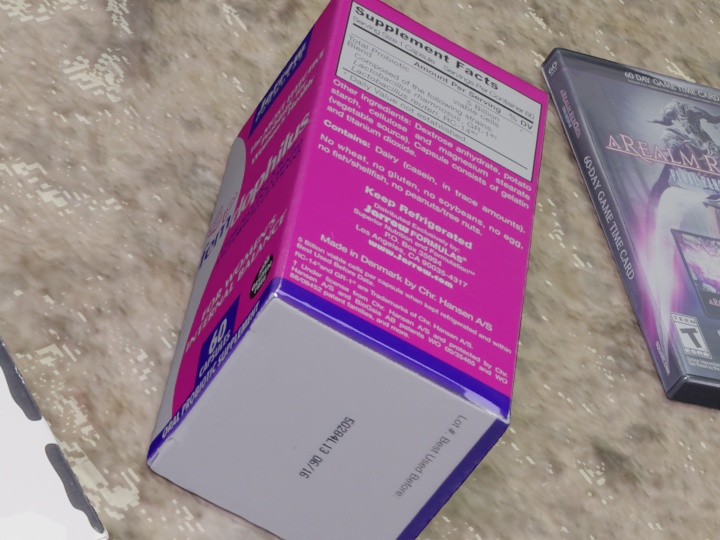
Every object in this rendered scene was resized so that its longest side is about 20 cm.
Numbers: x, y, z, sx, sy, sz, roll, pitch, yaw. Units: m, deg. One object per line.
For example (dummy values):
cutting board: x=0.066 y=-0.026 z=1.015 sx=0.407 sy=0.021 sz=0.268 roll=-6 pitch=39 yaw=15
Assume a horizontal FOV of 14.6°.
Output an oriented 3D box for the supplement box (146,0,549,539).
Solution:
supplement box: x=0.000 y=0.000 z=1.063 sx=0.103 sy=0.101 sz=0.201 roll=28 pitch=37 yaw=-12

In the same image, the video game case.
video game case: x=0.169 y=-0.013 z=1.293 sx=0.142 sy=0.019 sz=0.201 roll=11 pitch=45 yaw=-32

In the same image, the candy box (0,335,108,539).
candy box: x=-0.195 y=0.044 z=0.837 sx=0.167 sy=0.072 sz=0.201 roll=-17 pitch=61 yaw=-27
